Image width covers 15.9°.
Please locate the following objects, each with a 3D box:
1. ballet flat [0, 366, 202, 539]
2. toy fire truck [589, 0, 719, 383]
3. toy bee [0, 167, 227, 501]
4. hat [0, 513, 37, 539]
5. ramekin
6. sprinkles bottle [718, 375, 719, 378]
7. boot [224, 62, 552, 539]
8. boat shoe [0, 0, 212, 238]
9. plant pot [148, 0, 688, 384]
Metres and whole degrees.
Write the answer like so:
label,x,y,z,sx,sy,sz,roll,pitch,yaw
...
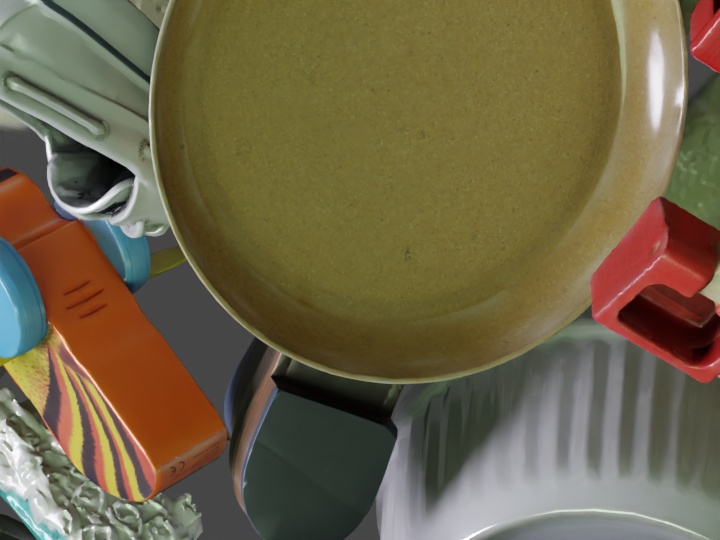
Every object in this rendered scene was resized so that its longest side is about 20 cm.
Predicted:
label,x,y,z,sx,sy,sz,roll,pitch,yaw
ballet flat,-0.141,0.058,1.032,0.200,0.072,0.072,42,125,11
toy fire truck,0.151,-0.075,0.843,0.049,0.141,0.200,29,124,-13
toy bee,-0.124,0.000,0.985,0.130,0.202,0.109,-6,164,-27
hat,-0.139,0.175,1.113,0.199,0.081,0.202,8,114,18
ramekin,0.099,0.121,1.016,0.198,0.105,0.201,5,126,6
sprinkles bottle,0.192,-0.037,0.911,0.068,0.068,0.201,25,126,-8
boot,0.000,0.000,0.974,0.074,0.097,0.201,28,94,-20
boat shoe,-0.085,-0.047,0.914,0.073,0.066,0.200,19,165,43
plant pot,0.019,-0.061,0.897,0.198,0.027,0.202,-5,104,-19
